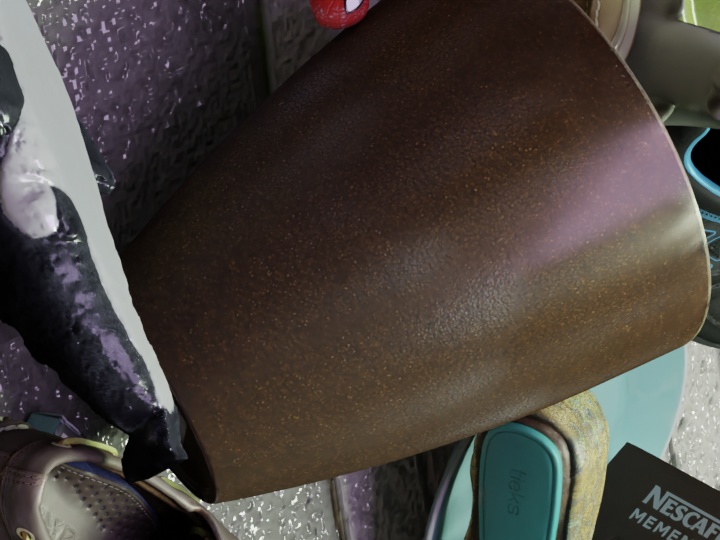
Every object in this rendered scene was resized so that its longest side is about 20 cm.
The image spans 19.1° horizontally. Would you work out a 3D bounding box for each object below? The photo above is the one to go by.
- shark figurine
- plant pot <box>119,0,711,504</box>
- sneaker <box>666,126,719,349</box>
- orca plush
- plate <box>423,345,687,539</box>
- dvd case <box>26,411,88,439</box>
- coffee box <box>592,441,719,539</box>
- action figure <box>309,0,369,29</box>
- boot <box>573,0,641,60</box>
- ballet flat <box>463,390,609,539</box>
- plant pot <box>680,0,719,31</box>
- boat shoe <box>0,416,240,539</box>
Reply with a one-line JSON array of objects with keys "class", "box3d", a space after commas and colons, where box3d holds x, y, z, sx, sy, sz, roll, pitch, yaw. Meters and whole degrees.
[{"class": "shark figurine", "box3d": [0.163, -0.057, 0.896, 0.089, 0.214, 0.128, 27, 101, -43]}, {"class": "plant pot", "box3d": [0.000, 0.000, 0.840, 0.200, 0.187, 0.187, -31, 121, -17]}, {"class": "sneaker", "box3d": [0.170, -0.025, 1.031, 0.200, 0.082, 0.073, 49, 62, -40]}, {"class": "orca plush", "box3d": [-0.125, -0.014, 0.741, 0.105, 0.071, 0.200, -60, 125, -80]}, {"class": "plate", "box3d": [0.089, 0.093, 1.036, 0.200, 0.026, 0.200, -33, 139, -34]}, {"class": "dvd case", "box3d": [-0.100, 0.168, 0.855, 0.200, 0.022, 0.146, 48, 59, -44]}, {"class": "coffee box", "box3d": [0.178, 0.192, 1.091, 0.080, 0.114, 0.200, -48, 141, -19]}, {"class": "action figure", "box3d": [0.011, -0.192, 0.811, 0.065, 0.099, 0.200, -96, -174, -79]}, {"class": "boot", "box3d": [0.044, -0.178, 0.899, 0.155, 0.072, 0.200, 27, 47, -47]}, {"class": "ballet flat", "box3d": [0.076, 0.135, 0.975, 0.071, 0.071, 0.200, -27, 135, -45]}, {"class": "plant pot", "box3d": [0.263, -0.173, 1.063, 0.200, 0.190, 0.200, -5, 90, -71]}, {"class": "boat shoe", "box3d": [-0.080, 0.114, 0.806, 0.200, 0.060, 0.072, 42, 63, -44]}]
